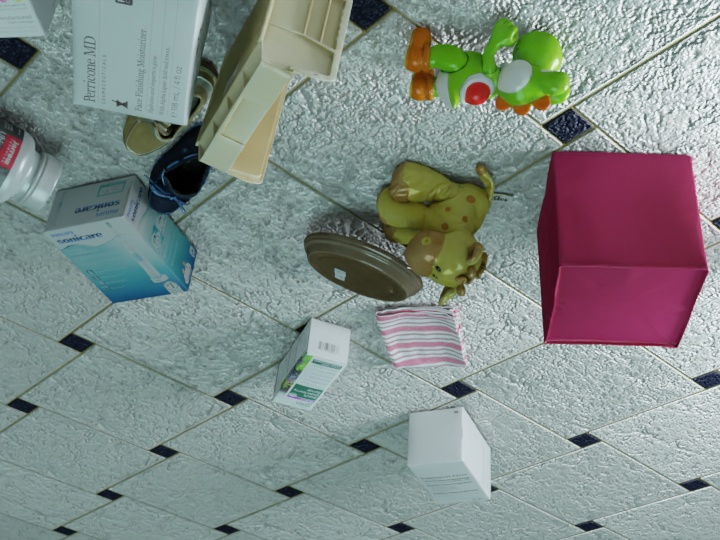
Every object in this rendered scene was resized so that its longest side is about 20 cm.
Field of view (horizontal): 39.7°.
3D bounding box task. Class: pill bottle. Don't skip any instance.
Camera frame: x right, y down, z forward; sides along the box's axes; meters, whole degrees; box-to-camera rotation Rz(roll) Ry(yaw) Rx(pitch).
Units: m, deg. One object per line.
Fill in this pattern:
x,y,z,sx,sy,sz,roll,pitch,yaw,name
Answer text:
-0.526,-0.162,1.392,0.200,0.111,0.111,27,139,-28,pill bottle

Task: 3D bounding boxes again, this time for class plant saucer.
0.000,0.000,1.560,0.200,0.030,0.200,20,163,6,plant saucer

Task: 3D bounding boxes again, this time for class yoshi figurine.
0.162,-0.253,1.223,0.199,0.112,0.112,11,106,16,yoshi figurine

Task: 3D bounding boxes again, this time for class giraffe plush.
0.120,-0.043,1.433,0.199,0.163,0.173,-3,144,11,giraffe plush

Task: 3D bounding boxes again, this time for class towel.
0.112,0.126,1.787,0.146,0.030,0.200,-3,144,12,towel

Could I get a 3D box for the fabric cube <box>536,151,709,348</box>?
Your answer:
0.358,-0.026,1.399,0.195,0.200,0.200,1,144,3,fabric cube

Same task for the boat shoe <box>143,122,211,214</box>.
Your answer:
-0.263,-0.135,1.433,0.084,0.069,0.200,18,142,-18,boat shoe

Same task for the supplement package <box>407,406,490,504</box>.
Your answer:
0.185,0.383,2.056,0.119,0.122,0.200,-10,142,20,supplement package

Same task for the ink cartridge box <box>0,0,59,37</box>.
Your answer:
-0.418,-0.369,1.078,0.128,0.126,0.200,0,145,8,ink cartridge box

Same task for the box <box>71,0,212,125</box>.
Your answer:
-0.229,-0.303,1.083,0.130,0.200,0.199,10,145,-8,box

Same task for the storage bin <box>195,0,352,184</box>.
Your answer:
-0.100,-0.235,1.166,0.094,0.199,0.200,23,141,-18,storage bin

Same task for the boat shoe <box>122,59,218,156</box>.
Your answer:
-0.264,-0.202,1.334,0.072,0.076,0.200,25,140,-26,boat shoe

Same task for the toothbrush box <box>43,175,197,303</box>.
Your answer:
-0.370,-0.044,1.559,0.146,0.086,0.200,-10,143,21,toothbrush box

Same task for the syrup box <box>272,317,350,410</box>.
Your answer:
-0.092,0.176,1.837,0.079,0.082,0.200,17,141,-15,syrup box
